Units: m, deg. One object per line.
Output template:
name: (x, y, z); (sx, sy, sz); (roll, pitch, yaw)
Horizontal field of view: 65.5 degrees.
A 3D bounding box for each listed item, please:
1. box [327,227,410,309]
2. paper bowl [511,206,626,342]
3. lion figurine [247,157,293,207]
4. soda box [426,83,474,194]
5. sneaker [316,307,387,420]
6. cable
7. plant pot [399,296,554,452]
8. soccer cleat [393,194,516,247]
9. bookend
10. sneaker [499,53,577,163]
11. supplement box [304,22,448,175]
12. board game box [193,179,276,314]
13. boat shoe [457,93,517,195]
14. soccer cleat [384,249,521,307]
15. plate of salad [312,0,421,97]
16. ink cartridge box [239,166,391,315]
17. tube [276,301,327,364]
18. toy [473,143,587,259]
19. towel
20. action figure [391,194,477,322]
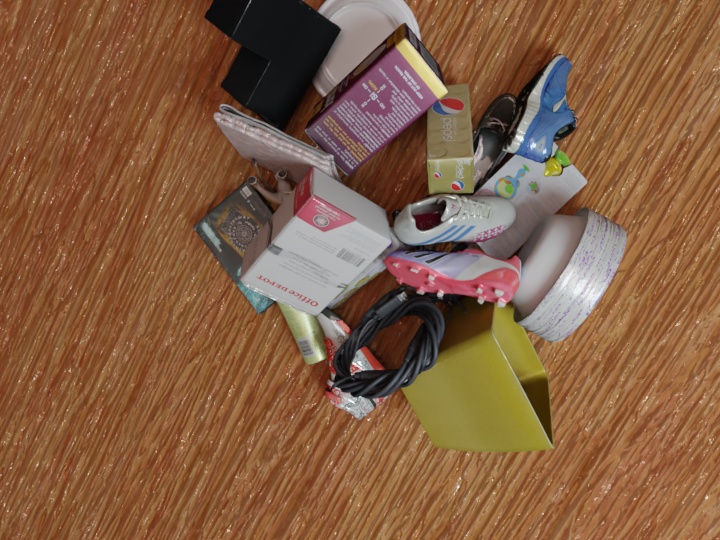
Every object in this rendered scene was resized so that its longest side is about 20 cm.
box: (0.000, 0.000, 0.925); (0.200, 0.041, 0.039); (-40, 70, 34)
paper bowl: (0.293, -0.003, 0.839); (0.104, 0.201, 0.201); (29, 98, 6)
lion figurine: (-0.105, -0.106, 0.954); (0.072, 0.123, 0.200); (-42, 72, -2)
soda box: (0.136, -0.204, 0.855); (0.067, 0.201, 0.064); (-1, 137, 9)
sneaker: (-0.034, 0.161, 0.944); (0.108, 0.067, 0.202); (-42, 105, -8)
cable: (0.039, 0.119, 0.836); (0.200, 0.163, 0.051); (-42, 127, 4)
plant pot: (0.173, 0.163, 0.874); (0.176, 0.200, 0.200); (-25, 102, 23)
soccer cleat: (0.148, -0.079, 0.825); (0.199, 0.086, 0.070); (-12, 69, -12)
bookend: (-0.163, -0.342, 0.864); (0.092, 0.198, 0.200); (44, 111, 27)
sneaker: (0.288, -0.245, 0.866); (0.089, 0.079, 0.201); (30, 70, -8)
supplement box: (0.024, -0.263, 0.862); (0.200, 0.131, 0.103); (-37, 114, 23)
board game box: (-0.188, -0.041, 0.999); (0.135, 0.028, 0.200); (-37, 89, 10)
boat shoe: (0.207, -0.194, 0.910); (0.067, 0.057, 0.201); (26, 98, 6)
soccer cleat: (0.134, -0.003, 0.820); (0.199, 0.067, 0.077); (13, 57, 26)
plate of salad: (0.004, -0.365, 0.933); (0.199, 0.048, 0.201); (4, 104, 16)
ink cartridge box: (-0.071, -0.036, 0.854); (0.145, 0.085, 0.200); (28, 125, -27)
tube: (-0.108, 0.062, 0.971); (0.052, 0.058, 0.201); (-11, 105, 47)
toy: (0.255, -0.117, 0.911); (0.200, 0.047, 0.115); (-43, 97, 3)
towel: (-0.121, -0.182, 0.897); (0.199, 0.191, 0.032); (26, 84, 6)
action figure: (0.129, -0.018, 0.903); (0.119, 0.102, 0.201); (-33, 72, 34)
